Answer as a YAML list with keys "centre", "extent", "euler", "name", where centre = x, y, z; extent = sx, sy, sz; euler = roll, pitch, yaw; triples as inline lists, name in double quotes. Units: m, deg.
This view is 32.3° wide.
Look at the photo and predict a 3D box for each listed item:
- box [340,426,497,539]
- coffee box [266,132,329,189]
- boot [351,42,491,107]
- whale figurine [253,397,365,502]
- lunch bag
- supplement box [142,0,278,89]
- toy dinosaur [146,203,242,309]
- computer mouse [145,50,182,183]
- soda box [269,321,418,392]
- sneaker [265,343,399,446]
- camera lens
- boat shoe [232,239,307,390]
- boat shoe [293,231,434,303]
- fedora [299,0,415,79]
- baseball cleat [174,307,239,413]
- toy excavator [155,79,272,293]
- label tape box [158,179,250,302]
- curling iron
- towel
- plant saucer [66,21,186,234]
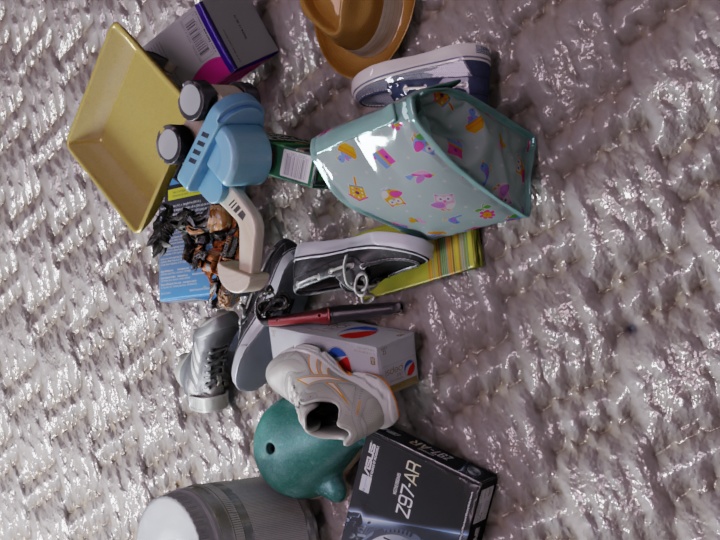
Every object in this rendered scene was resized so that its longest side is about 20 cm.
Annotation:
- centre: [0.059, 0.300, 1.427]
  extent: [0.159, 0.043, 0.203]
  euler: [22, 104, 31]
  name: "box"
- centre: [-0.077, -0.138, 1.550]
  extent: [0.199, 0.122, 0.045]
  euler: [20, 104, 46]
  name: "coffee box"
- centre: [0.065, -0.194, 1.435]
  extent: [0.198, 0.072, 0.092]
  euler: [-10, 76, 45]
  name: "boot"
- centre: [-0.052, 0.206, 1.526]
  extent: [0.198, 0.103, 0.162]
  euler: [-25, 71, 38]
  name: "whale figurine"
- centre: [0.065, -0.122, 1.333]
  extent: [0.169, 0.198, 0.124]
  euler: [-14, 59, 45]
  name: "lunch bag"
- centre: [-0.223, -0.289, 1.701]
  extent: [0.199, 0.103, 0.102]
  euler: [-24, 97, 42]
  name: "supplement box"
- centre: [-0.190, -0.051, 1.622]
  extent: [0.134, 0.102, 0.203]
  euler: [-7, 58, 30]
  name: "toy dinosaur"
- centre: [-0.258, -0.212, 1.679]
  extent: [0.199, 0.046, 0.142]
  euler: [34, 118, 13]
  name: "computer mouse"
- centre: [-0.022, 0.102, 1.516]
  extent: [0.198, 0.068, 0.065]
  euler: [7, 108, 46]
  name: "soda box"
- centre: [-0.054, 0.146, 1.443]
  extent: [0.198, 0.091, 0.077]
  euler: [14, 122, 43]
  name: "sneaker"
- centre: [-0.163, 0.346, 1.569]
  extent: [0.158, 0.198, 0.163]
  euler: [-2, 87, 46]
  name: "camera lens"
- centre: [-0.124, 0.056, 1.619]
  extent: [0.068, 0.073, 0.202]
  euler: [37, 113, 48]
  name: "boat shoe"
- centre: [-0.002, -0.001, 1.457]
  extent: [0.197, 0.073, 0.069]
  euler: [-3, 70, 33]
  name: "boat shoe"
- centre: [-0.018, -0.337, 1.520]
  extent: [0.199, 0.081, 0.205]
  euler: [-1, 89, 47]
  name: "fedora"
- centre: [-0.197, 0.130, 1.702]
  extent: [0.108, 0.069, 0.200]
  euler: [64, 150, 17]
  name: "baseball cleat"
- centre: [-0.154, -0.102, 1.486]
  extent: [0.200, 0.099, 0.196]
  euler: [47, 121, 28]
  name: "toy excavator"
- centre: [-0.218, -0.061, 1.739]
  extent: [0.142, 0.065, 0.204]
  euler: [-7, 81, 45]
  name: "label tape box"
- centre: [-0.043, 0.047, 1.522]
  extent: [0.197, 0.026, 0.050]
  euler: [2, 116, 21]
  name: "curling iron"
- centre: [0.066, -0.024, 1.474]
  extent: [0.198, 0.018, 0.088]
  euler: [-18, 71, 46]
  name: "towel"
- centre: [-0.289, -0.186, 1.622]
  extent: [0.200, 0.048, 0.202]
  euler: [47, 122, 29]
  name: "plant saucer"
